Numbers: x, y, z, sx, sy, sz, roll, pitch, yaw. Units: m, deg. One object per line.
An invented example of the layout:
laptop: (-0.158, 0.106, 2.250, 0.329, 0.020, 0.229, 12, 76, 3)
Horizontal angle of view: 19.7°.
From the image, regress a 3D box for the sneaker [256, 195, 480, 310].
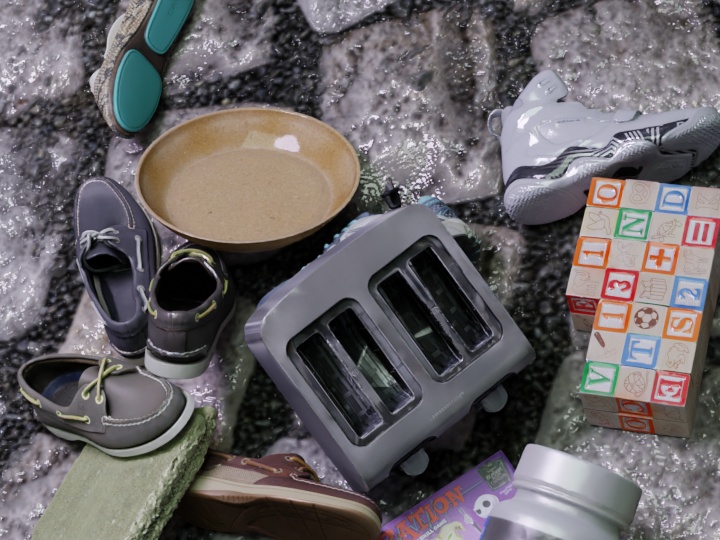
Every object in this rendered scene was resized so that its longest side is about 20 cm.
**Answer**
sneaker: (0.000, 0.000, 1.774, 0.198, 0.078, 0.087, -22, 45, -7)

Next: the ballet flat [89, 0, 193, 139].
ballet flat: (-0.215, -0.200, 1.950, 0.075, 0.068, 0.201, -9, 50, 35)

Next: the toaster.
toaster: (0.019, 0.053, 1.655, 0.180, 0.119, 0.201, -36, 92, -9)

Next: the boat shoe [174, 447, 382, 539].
boat shoe: (-0.064, 0.176, 1.676, 0.198, 0.072, 0.072, 3, 48, 33)

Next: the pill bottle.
pill bottle: (0.133, 0.240, 1.538, 0.113, 0.114, 0.202, 17, 79, 23)

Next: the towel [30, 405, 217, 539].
towel: (-0.201, 0.194, 1.687, 0.148, 0.037, 0.201, -7, 46, 47)

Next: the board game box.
board game box: (0.061, 0.243, 1.632, 0.199, 0.032, 0.120, -33, 53, -5)

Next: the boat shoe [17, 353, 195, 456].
boat shoe: (-0.215, 0.106, 1.715, 0.201, 0.060, 0.072, 2, 49, 49)

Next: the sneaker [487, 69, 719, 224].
sneaker: (0.205, -0.124, 1.778, 0.198, 0.075, 0.116, -21, 60, 6)

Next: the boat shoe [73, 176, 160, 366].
boat shoe: (-0.216, -0.013, 1.833, 0.072, 0.063, 0.201, -21, 57, 2)

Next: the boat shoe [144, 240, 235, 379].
boat shoe: (-0.141, 0.018, 1.745, 0.071, 0.061, 0.202, 5, 27, -1)

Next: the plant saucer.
plant saucer: (-0.098, -0.073, 1.822, 0.198, 0.036, 0.201, -1, 38, 1)

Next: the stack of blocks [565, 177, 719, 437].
stack of blocks: (0.229, 0.028, 1.694, 0.114, 0.059, 0.202, 6, 62, 18)
